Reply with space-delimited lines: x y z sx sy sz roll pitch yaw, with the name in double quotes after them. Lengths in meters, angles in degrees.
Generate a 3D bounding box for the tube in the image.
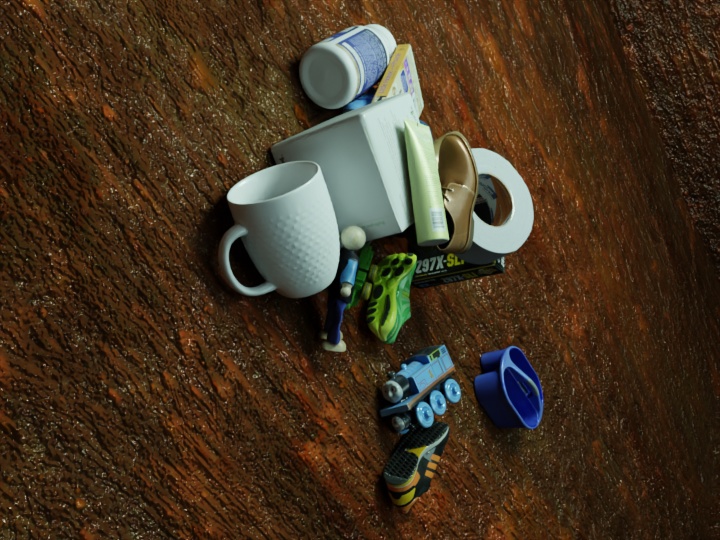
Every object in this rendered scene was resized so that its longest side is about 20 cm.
0.103 -0.141 1.256 0.058 0.051 0.202 121 -38 -80 "tube"

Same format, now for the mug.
-0.125 -0.043 1.183 0.199 0.147 0.177 -33 120 -29 "mug"

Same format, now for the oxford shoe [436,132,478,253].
0.150 -0.127 1.296 0.071 0.071 0.202 -6 94 -53 "oxford shoe"

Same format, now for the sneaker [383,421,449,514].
0.106 0.355 1.432 0.200 0.069 0.091 -39 126 -51 "sneaker"

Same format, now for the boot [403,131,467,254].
0.150 -0.149 1.466 0.199 0.066 0.176 -31 101 -35 "boot"

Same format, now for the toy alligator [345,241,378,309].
0.000 0.000 1.403 0.054 0.059 0.201 100 7 -52 "toy alligator"

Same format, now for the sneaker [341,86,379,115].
0.019 -0.314 1.471 0.200 0.065 0.079 -23 127 -67 "sneaker"

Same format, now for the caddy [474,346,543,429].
0.337 0.259 1.725 0.200 0.104 0.142 53 42 -29 "caddy"

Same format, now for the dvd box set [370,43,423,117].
0.069 -0.302 1.469 0.147 0.029 0.201 69 32 -46 "dvd box set"

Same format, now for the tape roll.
0.216 -0.116 1.420 0.199 0.066 0.202 10 68 -27 "tape roll"

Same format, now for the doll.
-0.031 0.022 1.269 0.048 0.137 0.202 7 111 -13 "doll"

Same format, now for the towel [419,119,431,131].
0.112 -0.225 1.559 0.111 0.049 0.201 18 47 -32 "towel"

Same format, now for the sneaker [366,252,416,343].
0.058 0.048 1.460 0.084 0.073 0.201 69 33 -45 "sneaker"

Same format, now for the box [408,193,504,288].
0.187 -0.059 1.544 0.049 0.199 0.161 29 58 -47 "box"

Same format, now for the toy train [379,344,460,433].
0.108 0.219 1.456 0.199 0.086 0.115 -26 92 -51 "toy train"

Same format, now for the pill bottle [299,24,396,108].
-0.016 -0.380 1.438 0.200 0.115 0.116 -45 115 -49 "pill bottle"

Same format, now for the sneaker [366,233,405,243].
0.077 -0.110 1.533 0.199 0.060 0.105 -4 81 -48 "sneaker"

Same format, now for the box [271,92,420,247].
-0.002 -0.163 1.320 0.171 0.198 0.202 -36 110 -52 "box"
